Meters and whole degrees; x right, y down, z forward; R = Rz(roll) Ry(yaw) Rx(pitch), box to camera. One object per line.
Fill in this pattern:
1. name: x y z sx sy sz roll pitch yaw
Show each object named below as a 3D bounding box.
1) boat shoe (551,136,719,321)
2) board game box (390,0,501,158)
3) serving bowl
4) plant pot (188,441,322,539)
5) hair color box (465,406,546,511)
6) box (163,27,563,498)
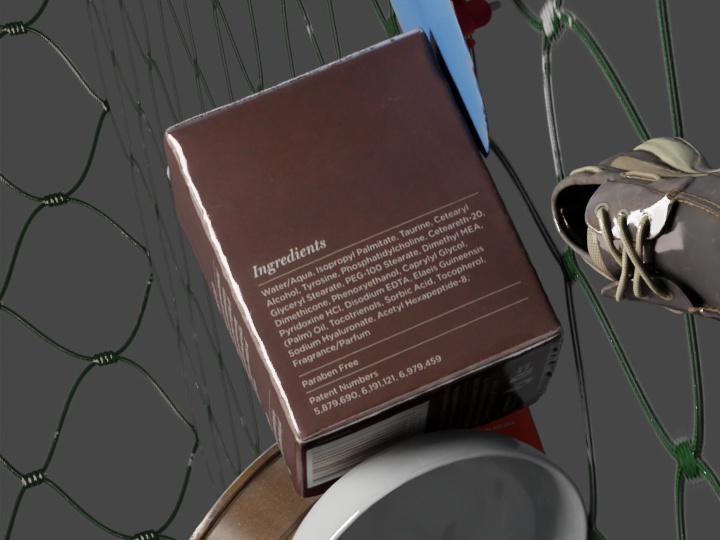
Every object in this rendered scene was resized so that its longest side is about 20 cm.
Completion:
1. boat shoe: 0.135 -0.008 1.149 0.200 0.073 0.075 -145 42 -75
2. board game box: 0.050 -0.160 1.514 0.200 0.039 0.158 -121 11 -60
3. serving bowl: 0.033 0.168 1.569 0.066 0.200 0.200 50 155 44
4. plant pot: -0.009 0.244 1.839 0.198 0.200 0.200 36 154 19
5. hair color box: 0.061 0.071 1.703 0.111 0.064 0.200 96 156 -67
6. box: 0.000 0.000 1.545 0.166 0.164 0.200 92 155 -75
